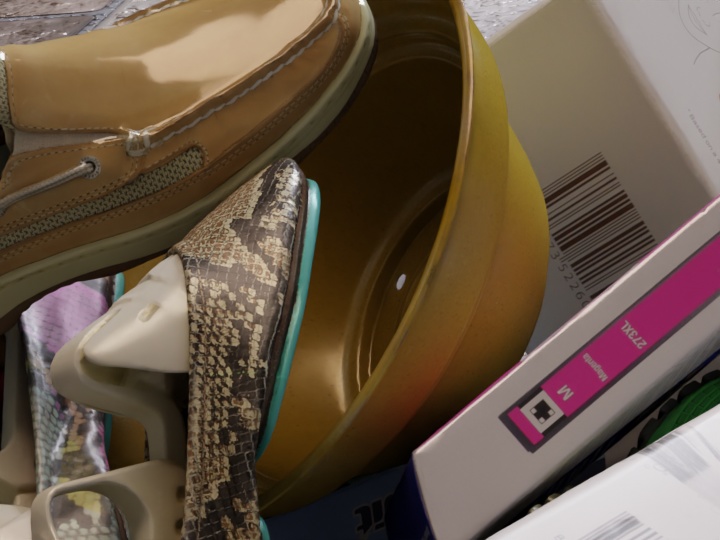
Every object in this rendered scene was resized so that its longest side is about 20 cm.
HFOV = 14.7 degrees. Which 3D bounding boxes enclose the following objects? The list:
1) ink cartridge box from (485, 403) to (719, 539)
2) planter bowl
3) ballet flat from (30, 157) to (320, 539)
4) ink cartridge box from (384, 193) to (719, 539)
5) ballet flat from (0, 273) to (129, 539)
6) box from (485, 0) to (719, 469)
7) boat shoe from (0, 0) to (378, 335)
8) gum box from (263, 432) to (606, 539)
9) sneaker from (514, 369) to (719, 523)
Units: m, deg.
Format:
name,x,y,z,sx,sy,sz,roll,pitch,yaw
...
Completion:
name,x,y,z,sx,sy,sz,roll,pitch,yaw
ink cartridge box,0.108,0.109,0.645,0.146,0.084,0.200,36,38,28
planter bowl,0.000,0.000,0.884,0.083,0.201,0.200,24,0,-32
ballet flat,-0.052,0.059,0.770,0.075,0.201,0.068,8,-18,-15
ink cartridge box,0.062,0.042,0.830,0.200,0.037,0.095,-41,-9,-14
ballet flat,-0.103,0.067,0.845,0.071,0.069,0.200,11,45,-21
box,0.131,-0.042,1.022,0.106,0.153,0.200,-34,-3,39
boat shoe,-0.090,-0.039,0.827,0.200,0.076,0.072,-34,42,0
gum box,-0.043,0.062,0.983,0.170,0.045,0.200,-19,23,-34
sneaker,0.108,0.092,0.818,0.085,0.078,0.200,23,30,23
